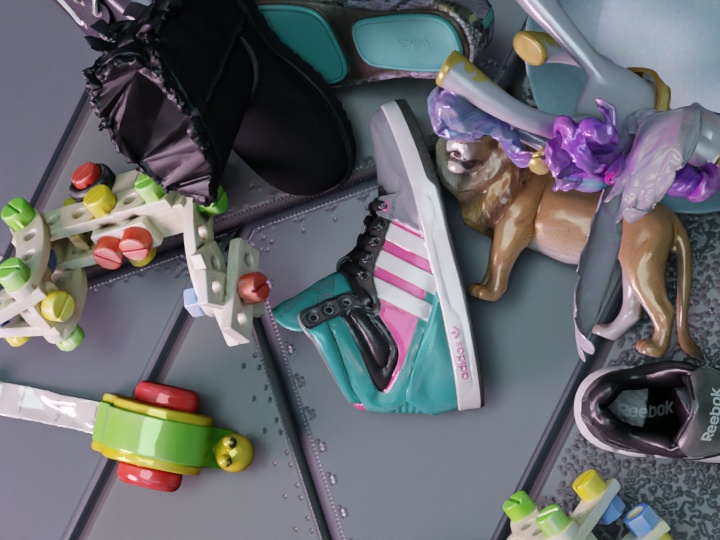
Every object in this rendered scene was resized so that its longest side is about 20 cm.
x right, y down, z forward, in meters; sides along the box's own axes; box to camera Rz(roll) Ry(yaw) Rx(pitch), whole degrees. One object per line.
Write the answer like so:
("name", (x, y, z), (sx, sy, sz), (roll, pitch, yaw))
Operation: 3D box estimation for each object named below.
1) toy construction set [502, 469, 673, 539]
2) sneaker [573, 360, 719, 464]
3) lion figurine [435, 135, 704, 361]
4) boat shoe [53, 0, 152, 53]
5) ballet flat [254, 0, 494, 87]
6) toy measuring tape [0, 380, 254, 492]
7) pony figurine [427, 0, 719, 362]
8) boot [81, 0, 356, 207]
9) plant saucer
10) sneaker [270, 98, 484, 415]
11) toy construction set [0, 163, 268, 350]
("toy construction set", (0.083, 0.201, 1.491), (0.200, 0.131, 0.092), (-29, 98, -31))
("sneaker", (0.225, 0.089, 1.506), (0.200, 0.090, 0.066), (2, 87, 10))
("lion figurine", (0.135, -0.027, 1.544), (0.200, 0.072, 0.123), (19, 92, 5))
("boat shoe", (-0.176, -0.183, 1.606), (0.200, 0.063, 0.073), (42, 113, 13))
("ballet flat", (0.002, -0.154, 1.574), (0.200, 0.072, 0.072), (4, 86, 36))
("toy measuring tape", (-0.165, 0.097, 1.586), (0.200, 0.074, 0.074), (12, 88, 11))
("pony figurine", (0.140, -0.074, 1.450), (0.200, 0.167, 0.193), (31, 51, 4))
("boot", (-0.083, -0.093, 1.508), (0.073, 0.162, 0.198), (-24, 114, 24))
("plant saucer", (0.201, -0.136, 1.533), (0.201, 0.039, 0.201), (7, 109, 19))
("sneaker", (0.000, 0.000, 1.562), (0.121, 0.084, 0.200), (-12, 85, -1))
("toy construction set", (-0.150, -0.008, 1.558), (0.200, 0.092, 0.131), (-2, 45, 20))
